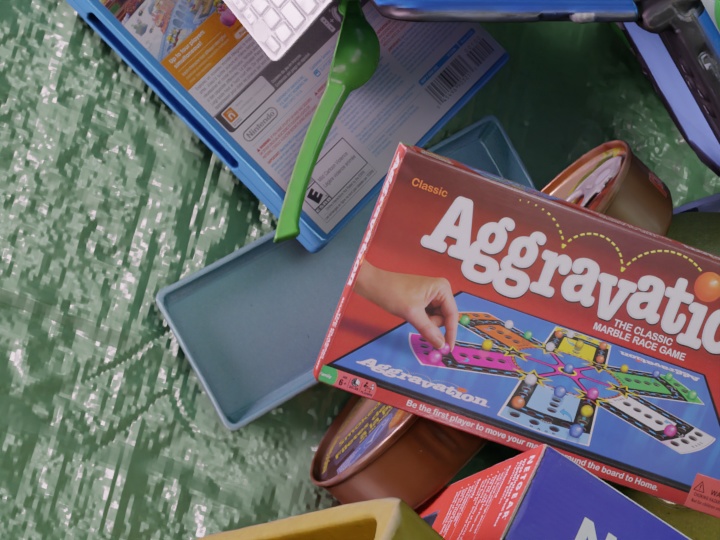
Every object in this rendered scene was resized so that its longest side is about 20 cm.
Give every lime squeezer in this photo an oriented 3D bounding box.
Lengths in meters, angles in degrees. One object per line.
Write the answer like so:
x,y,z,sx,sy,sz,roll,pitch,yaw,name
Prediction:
-0.032,-0.115,1.294,0.070,0.038,0.201,-18,78,5,lime squeezer

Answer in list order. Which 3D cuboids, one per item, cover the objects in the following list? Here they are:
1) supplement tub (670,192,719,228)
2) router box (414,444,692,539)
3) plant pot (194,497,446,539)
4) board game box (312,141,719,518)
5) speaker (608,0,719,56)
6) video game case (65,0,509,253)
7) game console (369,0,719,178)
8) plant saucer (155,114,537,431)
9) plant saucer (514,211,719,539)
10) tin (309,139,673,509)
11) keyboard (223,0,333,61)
0.192,0.066,1.322,0.122,0.122,0.201,-14,83,-27,supplement tub
0.106,0.162,1.224,0.200,0.179,0.049,33,64,-12,router box
0.004,0.233,1.158,0.200,0.195,0.195,36,64,-19,plant pot
0.091,0.028,1.188,0.199,0.019,0.103,19,99,-11,board game box
0.219,-0.093,1.400,0.200,0.088,0.089,35,65,-12,speaker
-0.045,-0.124,1.316,0.200,0.018,0.143,46,62,-2,video game case
0.089,-0.084,1.255,0.118,0.200,0.171,-30,105,2,game console
0.000,0.000,1.312,0.200,0.019,0.070,-29,89,-27,plant saucer
0.146,0.075,1.261,0.031,0.199,0.201,-6,77,-56,plant saucer
0.058,0.028,1.251,0.042,0.112,0.200,42,96,-15,tin
-0.078,-0.183,1.275,0.200,0.056,0.011,51,29,18,keyboard
